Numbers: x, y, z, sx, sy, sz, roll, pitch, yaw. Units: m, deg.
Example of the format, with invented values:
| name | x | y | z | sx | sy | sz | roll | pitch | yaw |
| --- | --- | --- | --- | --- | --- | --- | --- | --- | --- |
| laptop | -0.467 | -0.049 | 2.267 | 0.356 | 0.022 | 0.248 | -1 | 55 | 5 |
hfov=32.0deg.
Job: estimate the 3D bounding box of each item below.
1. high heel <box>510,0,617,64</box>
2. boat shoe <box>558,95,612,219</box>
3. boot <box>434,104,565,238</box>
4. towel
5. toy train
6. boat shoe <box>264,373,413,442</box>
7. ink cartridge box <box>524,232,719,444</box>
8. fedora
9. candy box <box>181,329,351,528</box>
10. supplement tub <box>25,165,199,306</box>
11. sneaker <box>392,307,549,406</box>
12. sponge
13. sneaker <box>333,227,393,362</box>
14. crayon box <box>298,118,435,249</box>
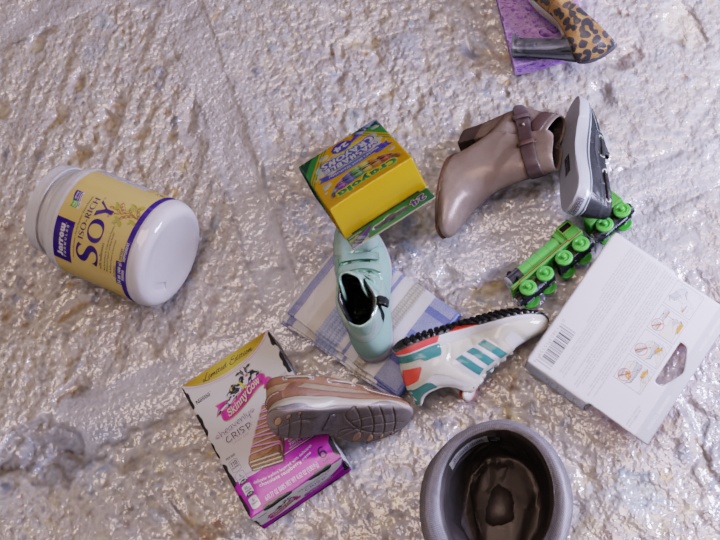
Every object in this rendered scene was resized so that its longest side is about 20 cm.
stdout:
| name | x | y | z | sx | sy | sz | roll | pitch | yaw |
| --- | --- | --- | --- | --- | --- | --- | --- | --- | --- |
| high heel | 0.283 | -0.375 | 1.675 | 0.140 | 0.071 | 0.204 | 6 | 84 | 22 |
| boat shoe | 0.289 | -0.140 | 1.603 | 0.056 | 0.069 | 0.202 | 18 | 48 | -10 |
| boot | 0.184 | -0.130 | 1.613 | 0.144 | 0.070 | 0.202 | -3 | 55 | 31 |
| towel | 0.011 | 0.061 | 1.612 | 0.199 | 0.024 | 0.148 | 33 | 75 | 22 |
| toy train | 0.261 | -0.028 | 1.576 | 0.199 | 0.042 | 0.056 | -38 | 54 | -10 |
| boat shoe | -0.025 | 0.156 | 1.506 | 0.076 | 0.197 | 0.072 | -56 | 40 | 34 |
| ink cartridge box | 0.323 | 0.083 | 1.517 | 0.172 | 0.044 | 0.201 | 35 | 78 | 12 |
| fedora | 0.158 | 0.278 | 1.443 | 0.174 | 0.091 | 0.203 | -8 | 59 | 8 |
| candy box | -0.119 | 0.196 | 1.561 | 0.135 | 0.061 | 0.201 | -33 | 63 | -3 |
| supplement tub | -0.331 | -0.051 | 1.674 | 0.197 | 0.146 | 0.147 | 21 | 72 | 21 |
| sneaker | 0.142 | 0.108 | 1.546 | 0.196 | 0.070 | 0.095 | -15 | 95 | -7 |
| sponge | 0.246 | -0.373 | 1.744 | 0.110 | 0.030 | 0.203 | -14 | 65 | 7 |
| sneaker | 0.000 | 0.000 | 1.563 | 0.072 | 0.119 | 0.203 | -13 | 62 | 5 |
| crayon box | 0.005 | -0.116 | 1.618 | 0.125 | 0.052 | 0.200 | -32 | 30 | -2 |
